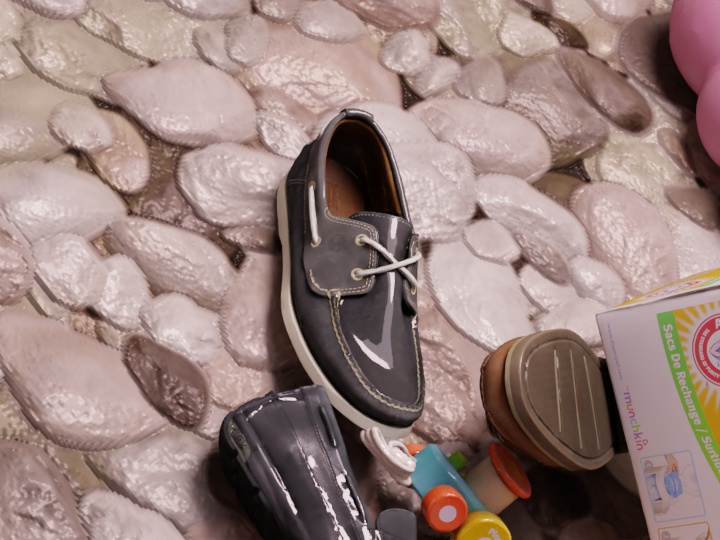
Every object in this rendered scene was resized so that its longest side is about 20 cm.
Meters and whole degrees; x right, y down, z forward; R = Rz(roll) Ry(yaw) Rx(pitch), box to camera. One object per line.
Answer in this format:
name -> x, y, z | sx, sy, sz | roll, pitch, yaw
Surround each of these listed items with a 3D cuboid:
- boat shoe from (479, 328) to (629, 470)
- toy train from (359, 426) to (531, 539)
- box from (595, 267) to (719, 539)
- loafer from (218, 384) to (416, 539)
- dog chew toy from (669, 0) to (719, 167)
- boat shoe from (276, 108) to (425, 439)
boat shoe -> 0.096, 0.073, 1.428 | 0.200, 0.068, 0.072 | 19, 67, -64
toy train -> 0.085, 0.148, 1.361 | 0.056, 0.150, 0.200 | -37, 74, 0
box -> 0.212, 0.098, 1.440 | 0.112, 0.101, 0.200 | -15, 92, -57
loafer -> 0.000, 0.143, 1.348 | 0.070, 0.068, 0.201 | -25, 67, -16
dog chew toy -> 0.261, -0.109, 1.694 | 0.124, 0.125, 0.200 | 9, 60, -28
boat shoe -> 0.000, 0.000, 1.454 | 0.072, 0.068, 0.200 | 16, 43, -29
